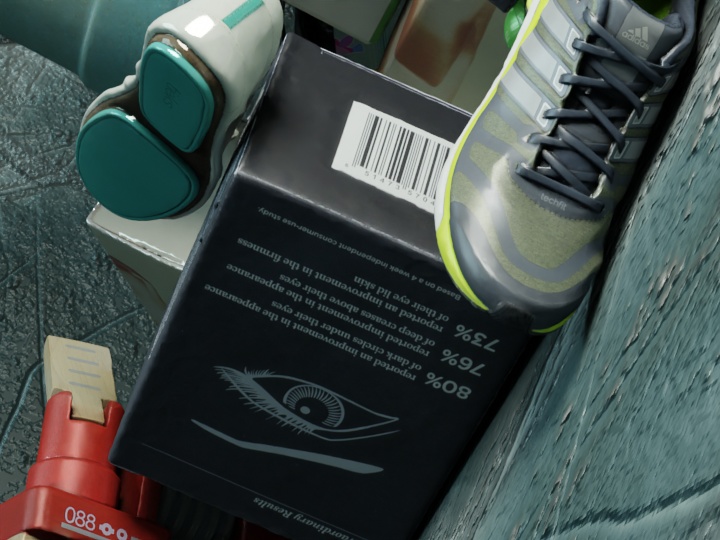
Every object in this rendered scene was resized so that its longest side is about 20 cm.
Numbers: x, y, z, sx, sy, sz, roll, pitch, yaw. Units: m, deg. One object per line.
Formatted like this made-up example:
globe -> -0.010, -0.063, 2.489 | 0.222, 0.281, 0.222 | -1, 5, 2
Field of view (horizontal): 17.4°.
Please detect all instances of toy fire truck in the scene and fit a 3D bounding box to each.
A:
toy fire truck -> -0.104, 0.117, 1.174 | 0.128, 0.175, 0.202 | -30, 46, 47

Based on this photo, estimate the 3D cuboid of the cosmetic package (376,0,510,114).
cosmetic package -> 0.080, -0.150, 1.189 | 0.200, 0.087, 0.104 | 121, 172, -54

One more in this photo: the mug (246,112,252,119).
mug -> -0.026, -0.076, 1.644 | 0.154, 0.149, 0.187 | -58, 14, 8

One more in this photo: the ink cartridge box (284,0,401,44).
ink cartridge box -> 0.026, -0.247, 1.268 | 0.201, 0.083, 0.145 | -66, 4, -26

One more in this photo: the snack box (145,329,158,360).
snack box -> -0.013, 0.008, 1.161 | 0.053, 0.141, 0.201 | -72, 8, -46

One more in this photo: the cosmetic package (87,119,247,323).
cosmetic package -> -0.072, 0.001, 1.419 | 0.104, 0.087, 0.200 | -55, -32, -20

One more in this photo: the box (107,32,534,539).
box -> -0.010, 0.020, 1.063 | 0.105, 0.147, 0.201 | -73, 9, -48

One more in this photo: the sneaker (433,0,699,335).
sneaker -> 0.086, -0.068, 0.918 | 0.081, 0.073, 0.201 | 131, 160, -61

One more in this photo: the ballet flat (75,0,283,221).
ballet flat -> -0.074, -0.074, 1.033 | 0.070, 0.069, 0.200 | -69, 10, -21

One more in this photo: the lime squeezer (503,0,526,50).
lime squeezer -> 0.069, -0.101, 1.105 | 0.201, 0.070, 0.038 | 87, -154, -43

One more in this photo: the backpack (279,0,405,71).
backpack -> 0.016, -0.155, 1.432 | 0.167, 0.125, 0.202 | -129, 35, -76

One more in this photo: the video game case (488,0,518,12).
video game case -> 0.134, -0.217, 0.996 | 0.181, 0.025, 0.200 | -49, -3, -26

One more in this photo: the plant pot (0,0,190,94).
plant pot -> -0.164, -0.205, 1.291 | 0.200, 0.195, 0.202 | -157, 90, -88
